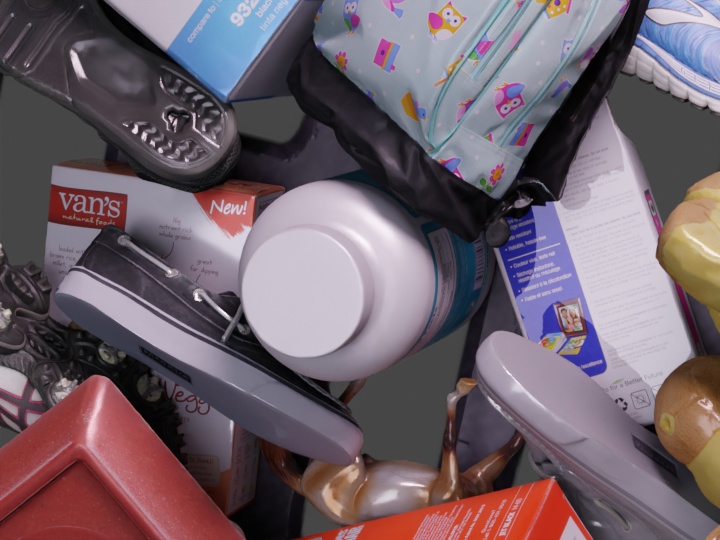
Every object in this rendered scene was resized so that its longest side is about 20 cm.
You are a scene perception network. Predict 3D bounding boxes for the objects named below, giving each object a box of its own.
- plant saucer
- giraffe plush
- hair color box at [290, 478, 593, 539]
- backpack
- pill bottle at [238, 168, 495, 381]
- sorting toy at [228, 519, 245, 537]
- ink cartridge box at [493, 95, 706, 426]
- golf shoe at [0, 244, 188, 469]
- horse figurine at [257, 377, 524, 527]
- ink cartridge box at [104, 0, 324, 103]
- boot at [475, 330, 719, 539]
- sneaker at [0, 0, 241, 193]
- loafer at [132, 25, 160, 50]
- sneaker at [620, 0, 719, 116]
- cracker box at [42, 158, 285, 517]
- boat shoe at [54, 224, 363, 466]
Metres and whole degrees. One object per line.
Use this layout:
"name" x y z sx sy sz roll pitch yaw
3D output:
"plant saucer" -0.160 0.194 1.448 0.199 0.037 0.200 -38 96 20
"giraffe plush" 0.228 0.064 1.364 0.200 0.172 0.162 54 134 37
"hair color box" 0.049 0.195 1.438 0.200 0.064 0.111 -17 117 36
"backpack" 0.063 -0.137 1.350 0.167 0.126 0.200 44 104 32
"pill bottle" 0.000 0.000 1.405 0.110 0.200 0.111 2 97 18
"sorting toy" -0.145 0.218 1.530 0.179 0.107 0.201 -9 102 15
"ink cartridge box" 0.130 -0.004 1.450 0.094 0.037 0.201 -18 93 20
"golf shoe" -0.185 0.070 1.495 0.200 0.077 0.088 45 135 6
"horse figurine" 0.020 0.116 1.491 0.199 0.050 0.133 15 106 12
"ink cartridge box" -0.104 -0.191 1.445 0.200 0.145 0.084 41 107 10
"boot" 0.120 0.123 1.420 0.200 0.074 0.096 38 115 -17
"sneaker" -0.148 -0.112 1.459 0.199 0.114 0.076 36 83 12
"loafer" -0.208 -0.181 1.521 0.200 0.068 0.070 39 98 7
"sneaker" 0.190 -0.140 1.390 0.199 0.079 0.089 23 106 15
"cracker box" -0.125 0.039 1.528 0.133 0.058 0.201 8 99 17
"boat shoe" -0.077 0.040 1.449 0.199 0.074 0.068 28 71 15
